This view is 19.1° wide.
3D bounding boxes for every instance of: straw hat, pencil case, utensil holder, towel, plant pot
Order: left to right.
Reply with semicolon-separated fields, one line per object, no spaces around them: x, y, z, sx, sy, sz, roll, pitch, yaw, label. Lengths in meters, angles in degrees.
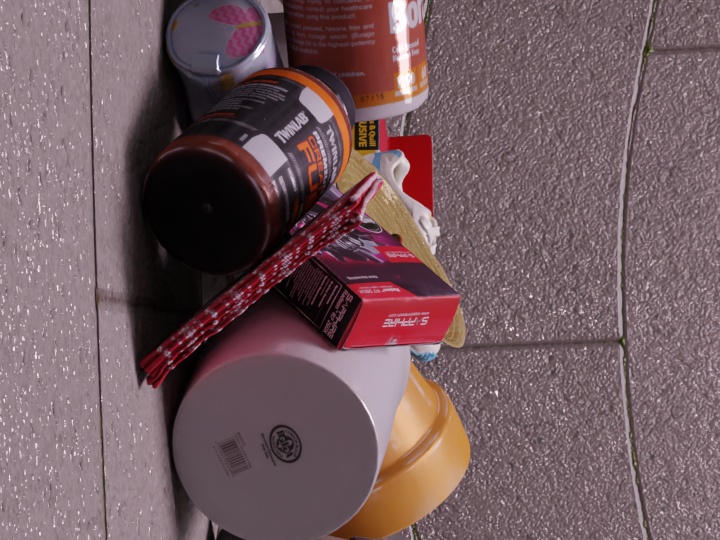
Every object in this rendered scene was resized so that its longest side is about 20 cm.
-0.101;-0.136;1.709;0.091;0.083;0.200;-60;160;-25;pencil case
-0.068;0.004;1.527;0.023;0.200;0.145;51;11;-4;towel
-0.051;0.100;1.666;0.200;0.169;0.171;-74;161;-71;utensil holder
-0.023;0.121;1.949;0.200;0.200;0.184;-83;153;-60;plant pot
0.000;0.000;1.821;0.201;0.085;0.201;51;18;-24;straw hat

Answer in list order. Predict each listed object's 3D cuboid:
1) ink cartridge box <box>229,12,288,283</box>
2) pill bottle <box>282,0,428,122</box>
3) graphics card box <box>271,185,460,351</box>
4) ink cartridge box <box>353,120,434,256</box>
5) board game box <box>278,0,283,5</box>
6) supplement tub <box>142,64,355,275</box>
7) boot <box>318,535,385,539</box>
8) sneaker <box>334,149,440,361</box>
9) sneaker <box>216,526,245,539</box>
-0.080;-0.108;1.899;0.145;0.083;0.200;80;9;-54;ink cartridge box
-0.007;-0.226;1.689;0.112;0.112;0.201;-78;165;-69;pill bottle
-0.031;-0.016;1.661;0.125;0.200;0.051;-2;125;-50;graphics card box
-0.019;-0.061;2.044;0.084;0.175;0.201;77;11;-64;ink cartridge box
-0.042;-0.265;1.916;0.152;0.046;0.200;50;13;15;board game box
-0.072;-0.084;1.574;0.200;0.107;0.107;-50;141;-54;supplement tub
-0.032;0.274;1.893;0.200;0.146;0.070;67;19;-76;boot
0.035;-0.015;1.924;0.077;0.081;0.201;40;28;-72;sneaker
-0.086;0.304;1.766;0.112;0.073;0.200;-81;159;-51;sneaker
